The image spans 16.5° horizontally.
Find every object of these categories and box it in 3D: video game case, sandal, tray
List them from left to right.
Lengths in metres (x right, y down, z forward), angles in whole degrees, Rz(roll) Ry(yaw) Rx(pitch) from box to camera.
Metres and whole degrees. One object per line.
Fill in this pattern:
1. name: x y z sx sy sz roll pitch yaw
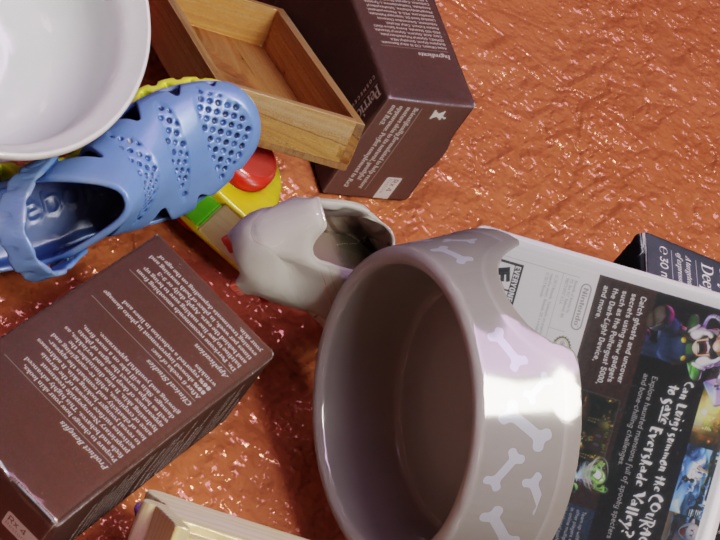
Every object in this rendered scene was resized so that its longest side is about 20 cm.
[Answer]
1. sandal: -0.142 -0.045 1.406 0.199 0.087 0.080 -29 111 -14
2. tray: -0.074 -0.127 1.557 0.098 0.037 0.200 15 21 -24
3. video game case: 0.123 0.094 1.407 0.181 0.201 0.023 17 1 21

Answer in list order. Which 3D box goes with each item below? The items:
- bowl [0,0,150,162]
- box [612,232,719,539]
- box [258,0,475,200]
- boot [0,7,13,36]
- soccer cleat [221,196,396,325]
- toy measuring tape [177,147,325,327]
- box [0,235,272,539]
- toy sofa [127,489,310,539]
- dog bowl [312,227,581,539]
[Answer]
1. bowl: -0.225 -0.140 1.392 0.200 0.090 0.202 15 61 -29
2. box: 0.238 0.091 1.585 0.199 0.107 0.149 21 44 -19
3. box: -0.003 -0.155 1.643 0.075 0.100 0.201 2 52 -33
4. boot: -0.193 -0.193 1.510 0.200 0.070 0.147 42 67 -21
5. soccer cleat: 0.000 0.000 1.452 0.200 0.077 0.070 17 54 -56
6. toy measuring tape: -0.056 -0.030 1.527 0.200 0.074 0.074 42 41 -11
7. box: -0.149 0.073 1.350 0.100 0.075 0.200 45 41 8
8. toy sofa: -0.037 0.190 1.329 0.199 0.083 0.098 20 1 -19
9. dog bowl: 0.040 0.075 1.353 0.058 0.200 0.201 3 52 -31
